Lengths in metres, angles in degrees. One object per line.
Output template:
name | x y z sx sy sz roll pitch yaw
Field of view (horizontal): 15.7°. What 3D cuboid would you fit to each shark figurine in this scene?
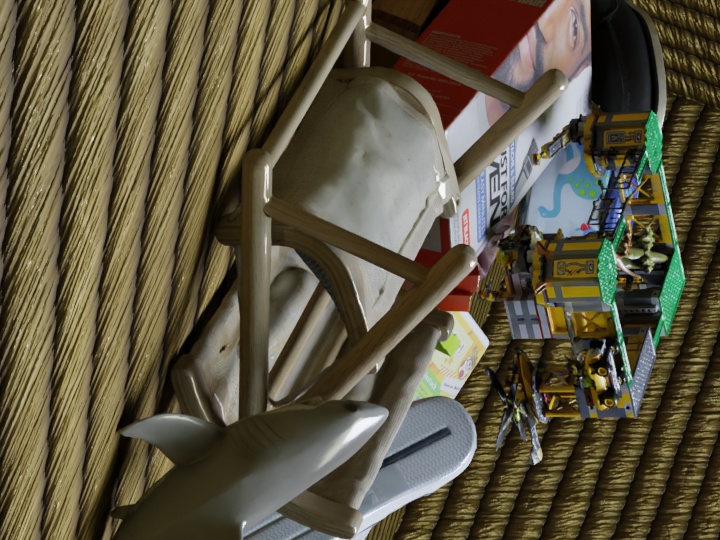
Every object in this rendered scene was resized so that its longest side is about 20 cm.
shark figurine | -0.083 0.146 1.283 0.128 0.090 0.215 9 133 -42

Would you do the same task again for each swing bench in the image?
swing bench | -0.004 -0.007 1.365 0.199 0.129 0.201 -62 176 -54

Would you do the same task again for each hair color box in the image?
hair color box | 0.070 -0.094 1.538 0.200 0.064 0.111 -52 147 -44

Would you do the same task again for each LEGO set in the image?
LEGO set | 0.111 0.001 1.524 0.200 0.115 0.154 -70 150 -43

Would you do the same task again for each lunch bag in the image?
lunch bag | 0.148 -0.059 1.773 0.200 0.082 0.161 91 11 -62

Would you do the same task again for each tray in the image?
tray | 0.034 -0.156 1.617 0.200 0.037 0.099 -59 169 -56

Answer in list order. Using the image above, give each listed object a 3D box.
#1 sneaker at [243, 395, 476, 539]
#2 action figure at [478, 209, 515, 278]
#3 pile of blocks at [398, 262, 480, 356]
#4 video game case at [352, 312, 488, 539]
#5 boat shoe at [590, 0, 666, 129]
sneaker | -0.025 0.135 1.521 0.199 0.073 0.071 -18 167 -20
action figure | 0.047 -0.076 1.812 0.200 0.148 0.134 70 32 -51
pile of blocks | 0.013 0.052 1.528 0.200 0.062 0.082 -40 141 -33
video game case | -0.005 0.074 1.599 0.182 0.023 0.200 -56 147 -12
boat shoe | 0.143 -0.157 1.664 0.074 0.063 0.202 114 -31 -46
